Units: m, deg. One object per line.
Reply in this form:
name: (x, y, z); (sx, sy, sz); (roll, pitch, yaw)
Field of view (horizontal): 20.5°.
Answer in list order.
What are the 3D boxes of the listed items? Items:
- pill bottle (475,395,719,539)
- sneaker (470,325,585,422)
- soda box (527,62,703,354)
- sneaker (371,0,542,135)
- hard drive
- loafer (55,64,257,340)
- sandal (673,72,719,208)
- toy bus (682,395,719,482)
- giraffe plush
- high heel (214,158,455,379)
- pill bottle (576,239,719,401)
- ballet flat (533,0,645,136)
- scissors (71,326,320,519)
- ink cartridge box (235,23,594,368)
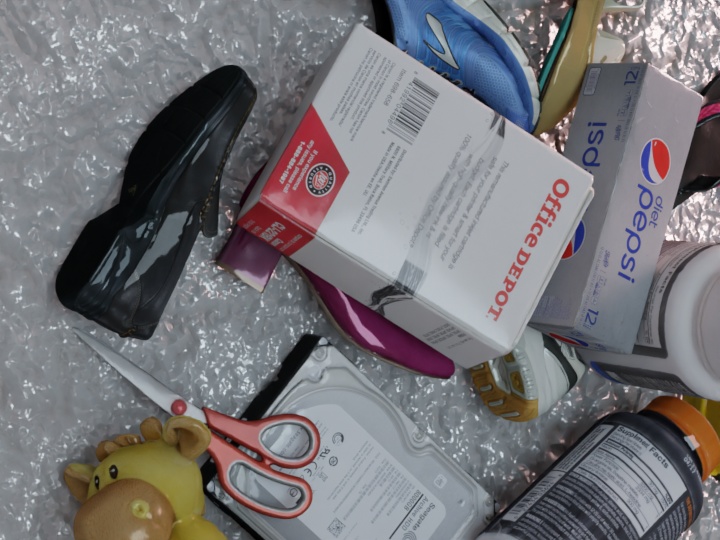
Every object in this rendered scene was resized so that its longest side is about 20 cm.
pill bottle: (0.184, 0.178, 1.484); (0.200, 0.106, 0.107); (-38, 108, -29)
sneaker: (0.111, 0.007, 1.479); (0.087, 0.075, 0.202); (-23, 105, -39)
soda box: (0.180, -0.045, 1.437); (0.068, 0.063, 0.202); (23, 79, -38)
sneaker: (0.053, -0.165, 1.439); (0.089, 0.079, 0.200); (-42, 102, -6)
hard drive: (-0.007, 0.162, 1.440); (0.200, 0.038, 0.140); (45, 75, -21)
loafer: (-0.126, -0.047, 1.360); (0.072, 0.073, 0.201); (36, 87, -31)
sandal: (0.271, -0.095, 1.552); (0.199, 0.045, 0.075); (-37, 107, -19)
toy bus: (0.377, 0.106, 1.534); (0.198, 0.192, 0.137); (5, 89, -26)
giraffe plush: (-0.123, 0.185, 1.316); (0.171, 0.200, 0.163); (-29, 100, 4)
high heel: (0.000, 0.000, 1.414); (0.199, 0.067, 0.097); (30, 91, -20)
pill bottle: (0.248, 0.036, 1.463); (0.113, 0.200, 0.115); (-1, 94, -25)
ballet flat: (0.178, -0.191, 1.486); (0.062, 0.069, 0.202); (16, 85, 2)
scissors: (-0.118, 0.107, 1.370); (0.198, 0.014, 0.074); (23, 81, -10)
ink cartridge box: (0.038, -0.047, 1.358); (0.199, 0.084, 0.145); (32, 73, -8)
